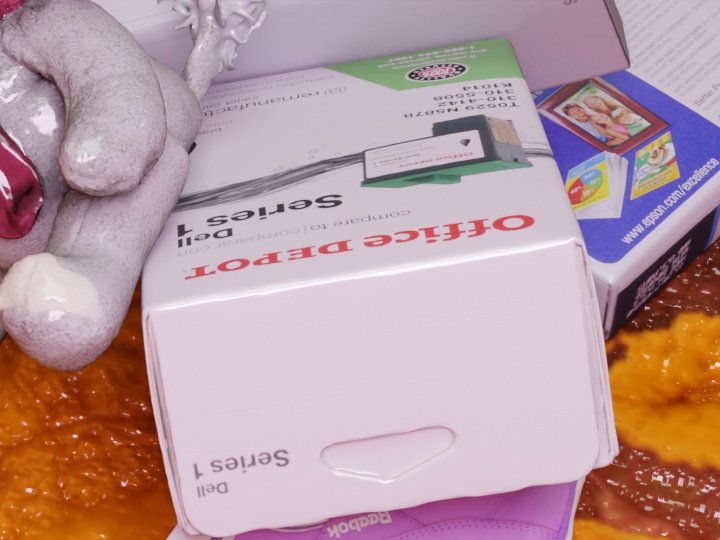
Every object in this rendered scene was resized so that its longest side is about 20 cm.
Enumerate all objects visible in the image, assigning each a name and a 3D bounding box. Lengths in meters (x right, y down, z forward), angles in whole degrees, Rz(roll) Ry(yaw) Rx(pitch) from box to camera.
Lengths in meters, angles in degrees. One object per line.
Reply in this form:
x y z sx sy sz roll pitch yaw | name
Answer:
0.000 0.000 1.016 0.145 0.085 0.200 -10 23 -1 | ink cartridge box
-0.131 -0.070 0.971 0.155 0.164 0.201 40 67 -19 | plush elephant
0.004 0.106 1.008 0.114 0.073 0.200 33 50 18 | sneaker
0.080 -0.084 1.224 0.199 0.047 0.197 33 52 24 | ink cartridge box
-0.008 -0.085 1.105 0.199 0.132 0.027 -14 68 9 | hard drive
